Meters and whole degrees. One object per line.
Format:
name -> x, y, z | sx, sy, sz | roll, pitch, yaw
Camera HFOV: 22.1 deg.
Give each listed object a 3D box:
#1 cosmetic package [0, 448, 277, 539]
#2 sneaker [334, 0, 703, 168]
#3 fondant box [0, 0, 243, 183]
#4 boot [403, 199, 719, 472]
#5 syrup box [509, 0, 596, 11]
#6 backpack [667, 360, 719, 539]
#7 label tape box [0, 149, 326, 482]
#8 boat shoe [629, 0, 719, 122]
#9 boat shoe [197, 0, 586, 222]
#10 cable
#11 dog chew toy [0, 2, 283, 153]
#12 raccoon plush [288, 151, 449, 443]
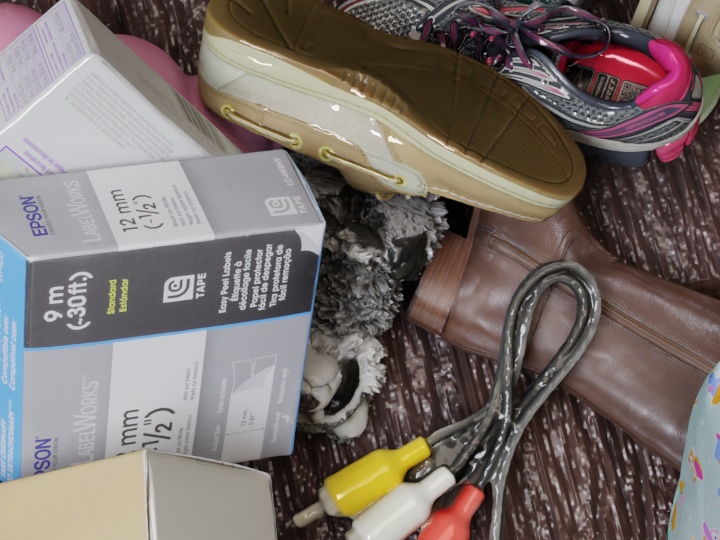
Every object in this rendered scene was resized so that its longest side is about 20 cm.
cosmetic package -> -0.145, 0.137, 0.825 | 0.199, 0.105, 0.071 | -15, 71, 25
sneaker -> 0.076, -0.111, 0.935 | 0.199, 0.075, 0.081 | 10, 77, 11
fondant box -> -0.158, -0.012, 0.862 | 0.200, 0.144, 0.058 | -40, 43, 9
boot -> 0.149, -0.006, 0.988 | 0.199, 0.064, 0.187 | 26, 83, 4
syrup box -> 0.110, -0.198, 0.972 | 0.079, 0.200, 0.081 | 38, 69, 5
backpack -> 0.229, 0.107, 0.898 | 0.126, 0.200, 0.167 | -12, 50, -13
label tape box -> -0.124, 0.029, 0.827 | 0.199, 0.144, 0.066 | -9, 42, -22
boat shoe -> 0.185, -0.132, 0.960 | 0.068, 0.200, 0.075 | 34, 69, 22
boat shoe -> 0.012, -0.073, 0.901 | 0.199, 0.067, 0.074 | 27, 44, 4
cable -> 0.064, 0.089, 0.930 | 0.097, 0.050, 0.200 | 43, 92, 3
dog chew toy -> -0.138, -0.068, 0.940 | 0.199, 0.125, 0.125 | 6, 71, -16
raccoon plush -> 0.000, 0.000, 0.974 | 0.096, 0.134, 0.200 | 22, 37, 15
